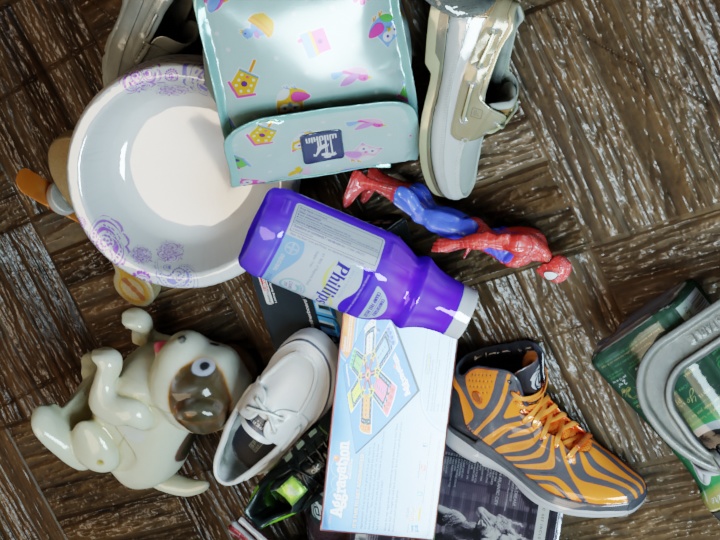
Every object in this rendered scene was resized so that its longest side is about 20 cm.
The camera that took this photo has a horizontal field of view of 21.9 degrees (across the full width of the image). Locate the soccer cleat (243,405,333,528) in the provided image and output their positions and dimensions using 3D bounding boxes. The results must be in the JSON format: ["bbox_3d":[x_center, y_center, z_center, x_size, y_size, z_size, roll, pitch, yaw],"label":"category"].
[{"bbox_3d":[-0.034,0.177,1.695,0.068,0.081,0.200,47,131,1],"label":"soccer cleat"}]

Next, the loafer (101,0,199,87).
[{"bbox_3d":[-0.181,-0.212,1.652,0.070,0.070,0.200,31,133,14],"label":"loafer"}]

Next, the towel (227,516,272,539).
[{"bbox_3d":[-0.062,0.296,1.796,0.144,0.023,0.200,40,172,10],"label":"towel"}]

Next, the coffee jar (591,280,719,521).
[{"bbox_3d":[0.285,0.113,1.495,0.104,0.085,0.200,-38,90,34],"label":"coffee jar"}]

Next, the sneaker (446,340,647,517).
[{"bbox_3d":[0.158,0.132,1.599,0.200,0.078,0.112,22,126,24],"label":"sneaker"}]

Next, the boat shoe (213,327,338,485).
[{"bbox_3d":[-0.078,0.134,1.712,0.074,0.065,0.200,39,132,12],"label":"boat shoe"}]

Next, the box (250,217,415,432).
[{"bbox_3d":[-0.009,0.052,1.693,0.159,0.046,0.200,-1,114,35],"label":"box"}]

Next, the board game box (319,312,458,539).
[{"bbox_3d":[0.025,0.134,1.629,0.103,0.019,0.200,6,99,-5],"label":"board game box"}]

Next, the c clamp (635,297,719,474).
[{"bbox_3d":[0.321,0.091,1.429,0.200,0.027,0.171,-28,89,2],"label":"c clamp"}]

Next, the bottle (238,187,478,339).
[{"bbox_3d":[0.000,0.000,1.572,0.200,0.065,0.084,23,141,-8],"label":"bottle"}]

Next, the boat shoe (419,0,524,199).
[{"bbox_3d":[0.091,-0.137,1.499,0.068,0.075,0.200,13,132,16],"label":"boat shoe"}]

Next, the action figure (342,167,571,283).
[{"bbox_3d":[0.085,-0.034,1.564,0.200,0.065,0.052,20,100,20],"label":"action figure"}]

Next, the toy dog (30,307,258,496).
[{"bbox_3d":[-0.193,0.133,1.807,0.200,0.140,0.194,-32,94,39],"label":"toy dog"}]

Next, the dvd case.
[{"bbox_3d":[0.086,0.233,1.692,0.200,0.016,0.149,9,89,27],"label":"dvd case"}]

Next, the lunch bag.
[{"bbox_3d":[-0.042,-0.164,1.513,0.170,0.122,0.200,-10,117,-3],"label":"lunch bag"}]

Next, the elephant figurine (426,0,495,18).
[{"bbox_3d":[0.060,-0.252,1.375,0.155,0.200,0.142,-22,100,40],"label":"elephant figurine"}]

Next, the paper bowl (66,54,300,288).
[{"bbox_3d":[-0.152,-0.092,1.646,0.201,0.104,0.201,1,104,4],"label":"paper bowl"}]

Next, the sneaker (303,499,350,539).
[{"bbox_3d":[0.018,0.239,1.760,0.200,0.076,0.116,-3,109,37],"label":"sneaker"}]

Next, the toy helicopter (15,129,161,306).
[{"bbox_3d":[-0.248,-0.048,1.790,0.132,0.079,0.200,2,128,27],"label":"toy helicopter"}]
